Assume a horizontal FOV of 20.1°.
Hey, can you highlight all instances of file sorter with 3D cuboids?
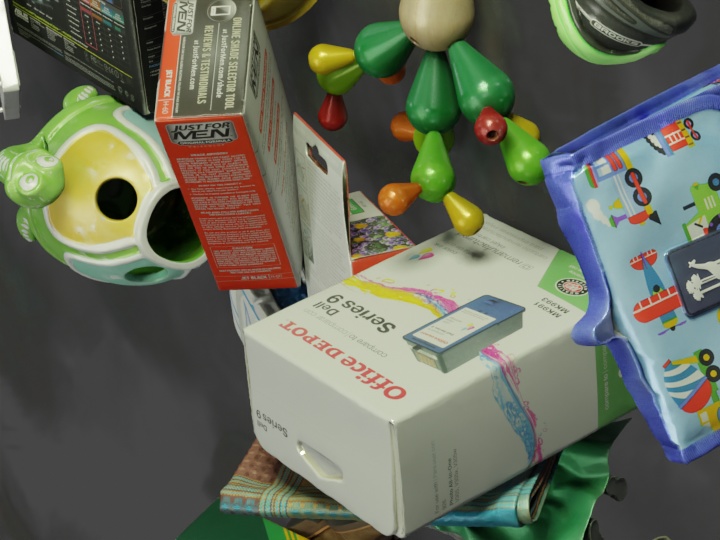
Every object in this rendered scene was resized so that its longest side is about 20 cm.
[{"bbox_3d":[-0.346,-0.219,1.610,0.139,0.124,0.202,153,106,-80],"label":"file sorter"}]

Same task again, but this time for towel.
[{"bbox_3d":[0.027,0.106,1.247,0.198,0.147,0.022,0,120,21],"label":"towel"}]

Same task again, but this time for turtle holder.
[{"bbox_3d":[-0.178,-0.064,1.503,0.131,0.141,0.186,28,162,44],"label":"turtle holder"}]

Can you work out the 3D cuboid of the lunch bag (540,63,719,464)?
[{"bbox_3d":[0.172,-0.012,0.960,0.094,0.199,0.152,-11,104,59],"label":"lunch bag"}]

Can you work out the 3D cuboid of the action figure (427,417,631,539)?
[{"bbox_3d":[0.067,0.132,1.287,0.199,0.119,0.055,10,151,33],"label":"action figure"}]

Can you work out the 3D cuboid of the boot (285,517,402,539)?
[{"bbox_3d":[0.013,0.190,1.510,0.076,0.074,0.200,49,157,-3],"label":"boot"}]

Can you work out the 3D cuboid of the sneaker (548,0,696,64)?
[{"bbox_3d":[0.127,-0.206,1.030,0.083,0.077,0.201,-3,114,39],"label":"sneaker"}]

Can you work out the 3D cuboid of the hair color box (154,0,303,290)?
[{"bbox_3d":[-0.081,-0.081,1.339,0.201,0.061,0.102,76,-166,-56],"label":"hair color box"}]

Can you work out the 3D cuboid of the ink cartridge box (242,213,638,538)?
[{"bbox_3d":[0.051,0.058,1.202,0.145,0.199,0.088,28,135,45],"label":"ink cartridge box"}]

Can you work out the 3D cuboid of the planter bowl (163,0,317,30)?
[{"bbox_3d":[-0.114,-0.236,1.300,0.199,0.083,0.202,19,124,30],"label":"planter bowl"}]

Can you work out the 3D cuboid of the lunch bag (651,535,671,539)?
[{"bbox_3d":[0.162,0.289,1.288,0.201,0.117,0.164,65,150,7],"label":"lunch bag"}]

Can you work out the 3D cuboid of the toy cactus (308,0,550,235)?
[{"bbox_3d":[0.035,-0.119,1.219,0.200,0.102,0.166,37,132,51],"label":"toy cactus"}]

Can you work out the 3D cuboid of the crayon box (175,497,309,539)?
[{"bbox_3d":[-0.038,0.287,1.605,0.172,0.058,0.201,18,144,52],"label":"crayon box"}]

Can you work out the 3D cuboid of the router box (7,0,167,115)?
[{"bbox_3d":[-0.198,-0.224,1.515,0.200,0.062,0.151,33,139,42],"label":"router box"}]

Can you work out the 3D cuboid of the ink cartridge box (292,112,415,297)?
[{"bbox_3d":[0.000,0.000,1.358,0.109,0.050,0.202,-133,35,-60],"label":"ink cartridge box"}]

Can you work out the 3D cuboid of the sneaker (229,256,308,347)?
[{"bbox_3d":[-0.051,0.059,1.506,0.087,0.074,0.202,-15,92,67],"label":"sneaker"}]
